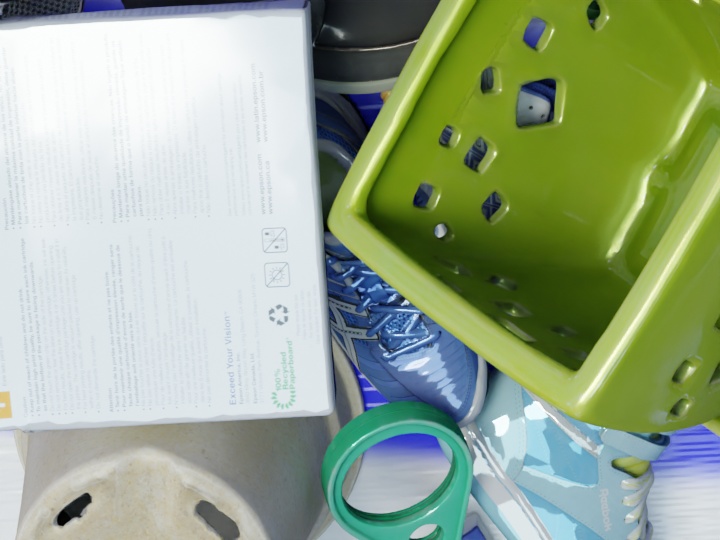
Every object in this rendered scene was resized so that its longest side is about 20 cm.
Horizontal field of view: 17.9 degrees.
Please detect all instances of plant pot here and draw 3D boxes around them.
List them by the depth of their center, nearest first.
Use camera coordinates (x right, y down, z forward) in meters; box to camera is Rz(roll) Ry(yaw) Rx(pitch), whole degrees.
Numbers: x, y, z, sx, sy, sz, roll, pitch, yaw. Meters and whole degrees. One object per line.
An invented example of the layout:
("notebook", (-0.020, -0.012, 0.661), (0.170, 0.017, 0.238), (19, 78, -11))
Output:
("plant pot", (0.137, -0.039, 1.067), (0.181, 0.199, 0.201), (22, 101, -46))
("plant pot", (-0.101, 0.118, 1.196), (0.199, 0.184, 0.202), (1, 111, 3))

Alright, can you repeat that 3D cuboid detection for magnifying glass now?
("magnifying glass", (0.036, 0.145, 1.218), (0.079, 0.022, 0.201), (-25, 132, -1))

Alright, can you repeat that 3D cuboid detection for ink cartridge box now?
("ink cartridge box", (-0.115, -0.024, 1.087), (0.199, 0.041, 0.201), (-3, 102, 0))

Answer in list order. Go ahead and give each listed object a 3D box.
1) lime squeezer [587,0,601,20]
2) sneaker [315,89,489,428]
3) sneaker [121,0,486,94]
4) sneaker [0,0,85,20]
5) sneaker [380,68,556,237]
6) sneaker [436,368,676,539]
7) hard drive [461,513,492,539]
("lime squeezer", (0.113, -0.156, 1.131), (0.199, 0.070, 0.038), (24, 69, -35))
("sneaker", (0.000, 0.000, 1.186), (0.075, 0.077, 0.201), (-30, 96, 13))
("sneaker", (-0.040, -0.145, 1.102), (0.199, 0.106, 0.075), (7, 68, 19))
("sneaker", (-0.174, -0.154, 1.083), (0.080, 0.200, 0.075), (-34, 70, -2))
("sneaker", (0.069, -0.060, 1.175), (0.088, 0.075, 0.201), (-16, 110, 9))
("sneaker", (0.145, 0.116, 1.237), (0.130, 0.080, 0.200), (-36, 106, 17))
("hard drive", (0.059, 0.252, 1.322), (0.131, 0.025, 0.201), (-27, 107, 13))
